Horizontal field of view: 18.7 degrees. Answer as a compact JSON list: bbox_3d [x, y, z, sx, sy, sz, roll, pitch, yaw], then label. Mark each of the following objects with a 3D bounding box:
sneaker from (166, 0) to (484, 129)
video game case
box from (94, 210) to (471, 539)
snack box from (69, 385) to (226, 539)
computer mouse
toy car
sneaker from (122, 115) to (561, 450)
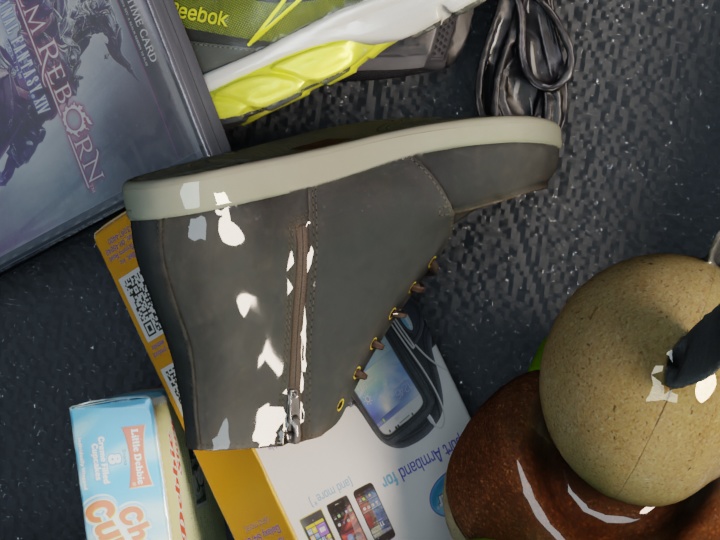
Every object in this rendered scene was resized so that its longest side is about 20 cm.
[{"bbox_3d":[0.006,-0.130,0.859,0.199,0.074,0.085,-28,95,0],"label":"sneaker"},{"bbox_3d":[-0.151,-0.077,0.902,0.199,0.019,0.144,-24,86,38],"label":"video game case"},{"bbox_3d":[-0.016,0.053,0.889,0.041,0.119,0.201,-26,87,45],"label":"box"},{"bbox_3d":[-0.077,0.149,0.893,0.037,0.116,0.202,-8,88,6],"label":"snack box"},{"bbox_3d":[-0.010,-0.116,0.924,0.198,0.053,0.140,0,96,-2],"label":"computer mouse"},{"bbox_3d":[0.124,0.054,0.804,0.157,0.165,0.201,25,132,6],"label":"toy car"},{"bbox_3d":[0.000,0.000,0.845,0.199,0.075,0.107,-14,100,-35],"label":"sneaker"}]
